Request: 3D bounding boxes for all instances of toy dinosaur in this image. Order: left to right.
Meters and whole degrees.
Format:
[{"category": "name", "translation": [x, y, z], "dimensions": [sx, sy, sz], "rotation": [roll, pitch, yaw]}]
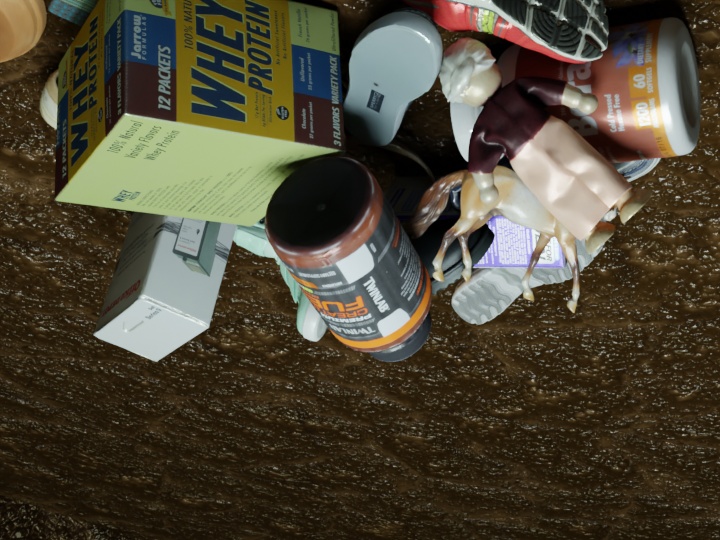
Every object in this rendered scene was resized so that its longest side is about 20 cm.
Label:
[{"category": "toy dinosaur", "translation": [-0.008, -0.139, 1.219], "dimensions": [0.197, 0.061, 0.106], "rotation": [16, 172, 9]}]

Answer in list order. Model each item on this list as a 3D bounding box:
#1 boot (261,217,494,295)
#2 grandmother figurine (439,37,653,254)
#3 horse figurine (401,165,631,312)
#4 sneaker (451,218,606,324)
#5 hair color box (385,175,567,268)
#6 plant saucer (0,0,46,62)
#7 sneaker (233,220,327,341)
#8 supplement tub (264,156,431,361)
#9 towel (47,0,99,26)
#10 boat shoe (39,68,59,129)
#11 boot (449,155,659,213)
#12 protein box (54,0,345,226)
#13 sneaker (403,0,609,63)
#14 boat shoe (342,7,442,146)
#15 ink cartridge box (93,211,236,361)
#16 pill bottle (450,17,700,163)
[{"category": "boot", "translation": [0.008, -0.047, 1.189], "dimensions": [0.198, 0.077, 0.169], "rotation": [-25, 112, 34]}, {"category": "grandmother figurine", "translation": [0.136, -0.105, 0.999], "dimensions": [0.200, 0.121, 0.061], "rotation": [48, -175, 3]}, {"category": "horse figurine", "translation": [0.138, -0.045, 1.119], "dimensions": [0.197, 0.135, 0.050], "rotation": [13, -171, -3]}, {"category": "sneaker", "translation": [0.182, -0.023, 1.367], "dimensions": [0.199, 0.083, 0.075], "rotation": [-30, 116, 29]}, {"category": "hair color box", "translation": [0.118, -0.052, 1.263], "dimensions": [0.197, 0.110, 0.066], "rotation": [2, 116, 17]}, {"category": "plant saucer", "translation": [-0.389, -0.247, 1.133], "dimensions": [0.196, 0.038, 0.201], "rotation": [8, 154, 4]}, {"category": "sneaker", "translation": [-0.086, -0.005, 1.329], "dimensions": [0.116, 0.202, 0.074], "rotation": [5, 133, -4]}, {"category": "supplement tub", "translation": [0.000, 0.000, 1.086], "dimensions": [0.105, 0.108, 0.201], "rotation": [-3, 145, 24]}, {"category": "towel", "translation": [-0.175, -0.248, 1.078], "dimensions": [0.145, 0.022, 0.199], "rotation": [22, 153, -25]}, {"category": "boat shoe", "translation": [-0.222, -0.148, 1.234], "dimensions": [0.197, 0.075, 0.069], "rotation": [16, 160, -12]}, {"category": "boot", "translation": [0.184, -0.091, 1.168], "dimensions": [0.197, 0.090, 0.074], "rotation": [-9, 116, 33]}, {"category": "protein box", "translation": [-0.147, -0.145, 1.092], "dimensions": [0.197, 0.137, 0.198], "rotation": [6, 160, -29]}, {"category": "sneaker", "translation": [0.105, -0.220, 0.994], "dimensions": [0.197, 0.078, 0.085], "rotation": [23, 164, -5]}, {"category": "boat shoe", "translation": [0.033, -0.186, 1.034], "dimensions": [0.070, 0.092, 0.200], "rotation": [26, 160, -4]}, {"category": "ink cartridge box", "translation": [-0.202, -0.021, 1.334], "dimensions": [0.083, 0.203, 0.145], "rotation": [25, 150, -23]}, {"category": "pill bottle", "translation": [0.182, -0.145, 1.056], "dimensions": [0.197, 0.114, 0.112], "rotation": [-5, 151, 27]}]
